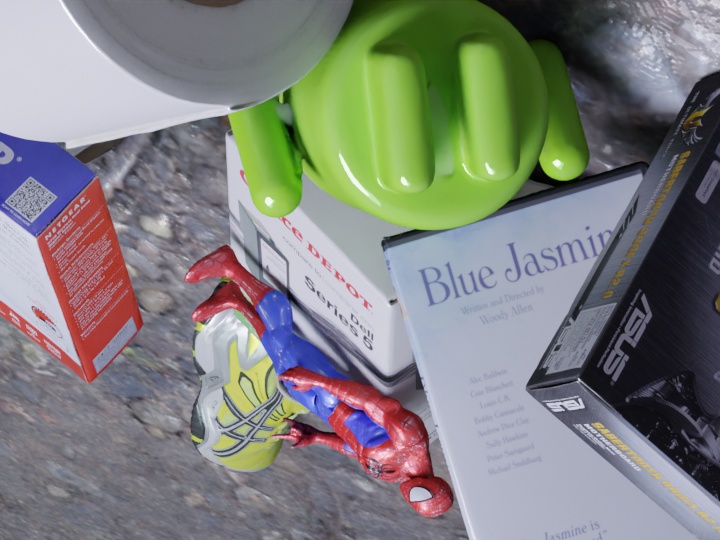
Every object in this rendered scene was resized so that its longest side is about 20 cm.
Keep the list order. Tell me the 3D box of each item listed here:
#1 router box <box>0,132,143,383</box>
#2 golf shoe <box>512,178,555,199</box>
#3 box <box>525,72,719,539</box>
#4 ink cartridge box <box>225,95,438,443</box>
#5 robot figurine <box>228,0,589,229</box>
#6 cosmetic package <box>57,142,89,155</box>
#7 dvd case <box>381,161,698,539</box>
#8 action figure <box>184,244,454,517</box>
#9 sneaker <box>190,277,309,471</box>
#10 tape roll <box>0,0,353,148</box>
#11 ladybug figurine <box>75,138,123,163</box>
[{"bbox_3d":[-0.216,-0.048,1.540,0.200,0.049,0.180,36,161,20],"label":"router box"},{"bbox_3d":[0.104,0.015,1.616,0.097,0.078,0.200,36,151,26],"label":"golf shoe"},{"bbox_3d":[0.189,0.025,1.392,0.158,0.200,0.048,41,154,-18],"label":"box"},{"bbox_3d":[0.000,0.000,1.606,0.146,0.084,0.200,45,159,23],"label":"ink cartridge box"},{"bbox_3d":[0.024,-0.082,1.424,0.200,0.175,0.116,-153,54,-76],"label":"robot figurine"},{"bbox_3d":[-0.199,-0.160,1.514,0.200,0.071,0.101,42,126,4],"label":"cosmetic package"},{"bbox_3d":[0.106,0.059,1.444,0.018,0.143,0.200,162,91,-87],"label":"dvd case"},{"bbox_3d":[-0.021,0.068,1.575,0.200,0.052,0.065,39,151,26],"label":"action figure"},{"bbox_3d":[-0.063,0.080,1.854,0.076,0.075,0.200,23,153,14],"label":"sneaker"},{"bbox_3d":[-0.116,-0.168,1.365,0.139,0.203,0.203,-9,134,49],"label":"tape roll"},{"bbox_3d":[-0.195,-0.125,1.619,0.200,0.072,0.136,1,115,29],"label":"ladybug figurine"}]
